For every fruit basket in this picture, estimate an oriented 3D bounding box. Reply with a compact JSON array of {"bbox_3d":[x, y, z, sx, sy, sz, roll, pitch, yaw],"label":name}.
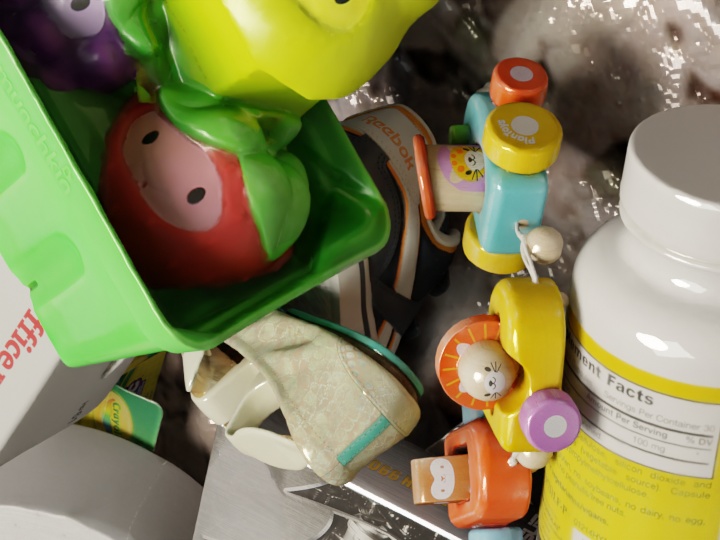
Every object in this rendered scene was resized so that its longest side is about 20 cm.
[{"bbox_3d":[-0.060,-0.085,0.998,0.215,0.155,0.217,18,121,33],"label":"fruit basket"}]

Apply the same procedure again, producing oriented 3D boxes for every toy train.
[{"bbox_3d":[0.043,0.017,1.066,0.150,0.055,0.201,154,113,-79],"label":"toy train"}]

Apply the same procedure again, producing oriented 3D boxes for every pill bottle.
[{"bbox_3d":[0.132,0.042,1.040,0.111,0.111,0.201,26,127,29],"label":"pill bottle"}]

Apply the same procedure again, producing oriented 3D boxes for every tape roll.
[{"bbox_3d":[-0.153,0.171,1.335,0.199,0.066,0.201,8,129,10],"label":"tape roll"}]

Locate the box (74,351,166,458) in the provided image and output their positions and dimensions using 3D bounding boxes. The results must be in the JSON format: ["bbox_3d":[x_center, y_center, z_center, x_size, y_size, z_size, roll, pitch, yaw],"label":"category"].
[{"bbox_3d":[-0.175,0.047,1.361,0.200,0.048,0.118,38,132,22],"label":"box"}]

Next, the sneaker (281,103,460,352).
[{"bbox_3d":[0.000,0.000,1.168,0.078,0.079,0.200,45,159,15],"label":"sneaker"}]

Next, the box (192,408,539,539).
[{"bbox_3d":[-0.003,0.164,1.197,0.158,0.048,0.201,26,127,15],"label":"box"}]

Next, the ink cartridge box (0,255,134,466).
[{"bbox_3d":[-0.183,-0.029,1.214,0.200,0.085,0.145,46,135,10],"label":"ink cartridge box"}]

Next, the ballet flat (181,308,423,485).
[{"bbox_3d":[-0.043,0.041,1.100,0.067,0.062,0.200,45,170,-24],"label":"ballet flat"}]

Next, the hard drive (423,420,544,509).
[{"bbox_3d":[0.077,0.169,1.210,0.140,0.038,0.201,-38,84,45],"label":"hard drive"}]
